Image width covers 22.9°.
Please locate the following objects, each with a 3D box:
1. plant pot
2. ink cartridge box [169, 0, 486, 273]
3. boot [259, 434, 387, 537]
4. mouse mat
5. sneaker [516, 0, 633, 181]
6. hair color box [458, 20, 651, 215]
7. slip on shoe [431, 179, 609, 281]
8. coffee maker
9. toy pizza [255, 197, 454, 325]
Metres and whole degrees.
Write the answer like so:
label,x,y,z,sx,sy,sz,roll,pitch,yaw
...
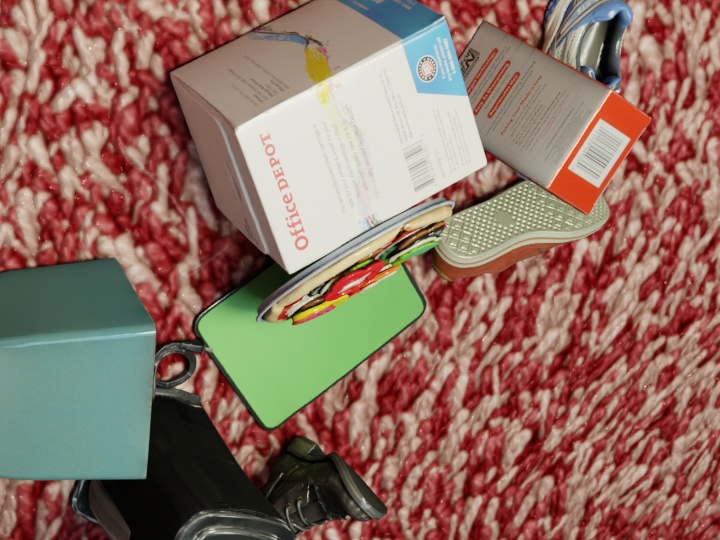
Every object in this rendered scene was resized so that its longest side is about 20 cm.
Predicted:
label,x,y,z,sx,sy,sz,roll,pitch,yaw
plant pot,-0.284,0.085,1.444,0.200,0.141,0.141,-4,116,-21
ink cartridge box,-0.028,-0.125,1.477,0.200,0.145,0.147,-29,125,-15
boot,-0.075,0.242,1.614,0.174,0.200,0.069,-45,109,-12
mouse mat,-0.043,0.042,1.641,0.200,0.008,0.161,-37,127,-8
sneaker,0.192,-0.168,1.623,0.077,0.085,0.200,5,112,-32
hair color box,0.151,-0.135,1.543,0.061,0.200,0.102,28,98,-38
slip on shoe,0.149,-0.039,1.685,0.200,0.074,0.061,-20,157,-28
coffee maker,-0.154,0.193,1.528,0.135,0.200,0.192,-10,120,-26
toy pizza,0.000,0.000,1.538,0.200,0.200,0.032,-29,84,-15
